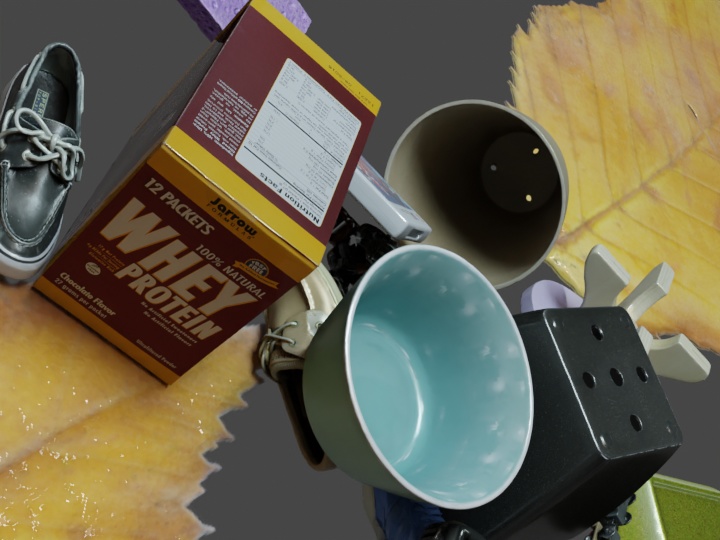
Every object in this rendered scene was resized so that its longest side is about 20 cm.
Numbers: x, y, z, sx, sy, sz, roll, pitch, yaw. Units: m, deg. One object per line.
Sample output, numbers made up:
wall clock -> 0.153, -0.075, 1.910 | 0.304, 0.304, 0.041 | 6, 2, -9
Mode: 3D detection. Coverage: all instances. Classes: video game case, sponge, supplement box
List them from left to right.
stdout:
supplement box -> -0.113, -0.060, 0.824 | 0.132, 0.197, 0.201 | 38, 41, -18
sponge -> -0.132, -0.282, 1.039 | 0.200, 0.030, 0.112 | 51, 50, -31
video game case -> -0.017, -0.105, 0.997 | 0.200, 0.023, 0.182 | 46, 7, 7

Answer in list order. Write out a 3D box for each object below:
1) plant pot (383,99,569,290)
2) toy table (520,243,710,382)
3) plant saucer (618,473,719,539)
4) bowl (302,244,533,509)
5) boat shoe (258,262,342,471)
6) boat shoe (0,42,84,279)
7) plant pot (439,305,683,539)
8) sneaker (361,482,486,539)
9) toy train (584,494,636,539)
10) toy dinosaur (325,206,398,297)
plant pot -> 0.146, -0.091, 1.139 | 0.188, 0.187, 0.200 | 56, 26, 4
toy table -> 0.283, 0.071, 1.185 | 0.199, 0.117, 0.185 | 39, 41, -15
plant saucer -> 0.344, 0.300, 1.131 | 0.198, 0.048, 0.202 | 19, 51, -35
bowl -> 0.033, 0.091, 0.844 | 0.199, 0.105, 0.203 | 17, 63, -37
boat shoe -> -0.048, 0.068, 0.899 | 0.065, 0.072, 0.202 | -7, 73, -48
boat shoe -> -0.244, -0.090, 0.819 | 0.073, 0.068, 0.201 | 27, 46, -28
plant pot -> 0.167, 0.134, 0.977 | 0.198, 0.177, 0.202 | 1, 63, -43
sneaker -> 0.060, 0.210, 0.866 | 0.076, 0.111, 0.202 | 26, 46, -29
toy train -> 0.226, 0.274, 1.034 | 0.034, 0.045, 0.200 | 57, 36, -19
toy dinosaur -> 0.000, 0.000, 0.993 | 0.199, 0.103, 0.136 | 28, 15, -9
